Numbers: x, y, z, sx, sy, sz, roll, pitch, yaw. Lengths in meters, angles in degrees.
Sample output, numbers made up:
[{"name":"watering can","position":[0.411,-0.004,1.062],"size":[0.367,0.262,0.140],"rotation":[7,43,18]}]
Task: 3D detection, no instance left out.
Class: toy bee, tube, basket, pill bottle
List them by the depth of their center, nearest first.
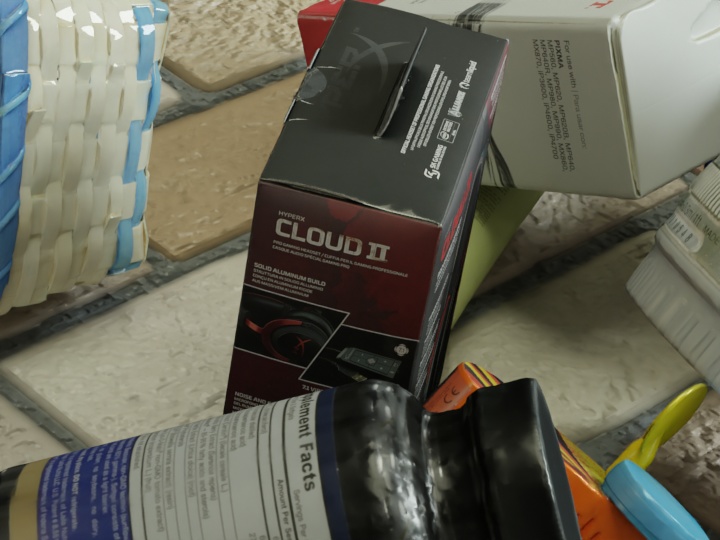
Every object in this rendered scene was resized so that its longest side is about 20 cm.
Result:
[{"name":"pill bottle","position":[-0.025,0.102,0.915],"size":[0.198,0.112,0.112],"rotation":[-14,35,7]},{"name":"toy bee","position":[0.095,0.114,1.014],"size":[0.130,0.201,0.109],"rotation":[-26,6,6]},{"name":"basket","position":[-0.188,-0.059,1.114],"size":[0.199,0.178,0.139],"rotation":[-4,20,-42]},{"name":"tube","position":[0.049,-0.029,1.238],"size":[0.058,0.052,0.200],"rotation":[44,32,-7]}]

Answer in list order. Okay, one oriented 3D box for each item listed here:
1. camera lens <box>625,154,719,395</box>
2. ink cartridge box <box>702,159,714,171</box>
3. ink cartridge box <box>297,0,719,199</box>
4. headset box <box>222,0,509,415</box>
[{"name":"camera lens","position":[0.224,-0.018,1.046],"size":[0.160,0.200,0.160],"rotation":[42,8,-7]},{"name":"ink cartridge box","position":[0.230,-0.052,1.274],"size":[0.044,0.095,0.200],"rotation":[29,39,28]},{"name":"ink cartridge box","position":[0.093,-0.100,1.213],"size":[0.144,0.084,0.199],"rotation":[-27,22,-38]},{"name":"headset box","position":[0.000,0.000,1.046],"size":[0.074,0.201,0.149],"rotation":[14,34,5]}]
